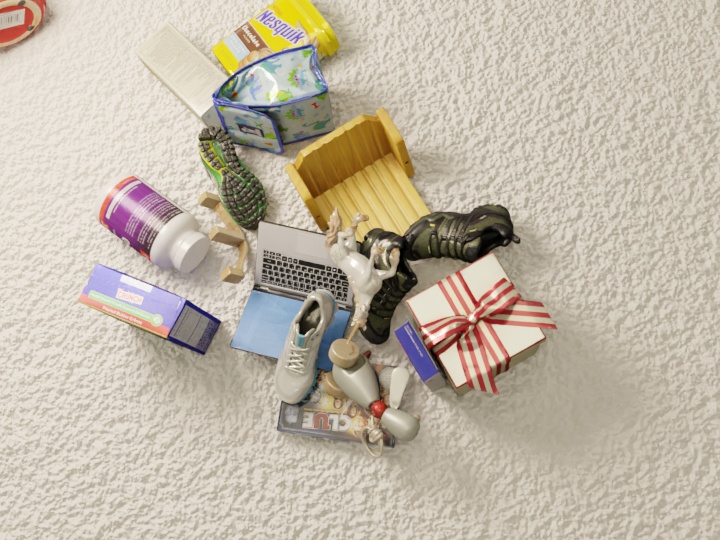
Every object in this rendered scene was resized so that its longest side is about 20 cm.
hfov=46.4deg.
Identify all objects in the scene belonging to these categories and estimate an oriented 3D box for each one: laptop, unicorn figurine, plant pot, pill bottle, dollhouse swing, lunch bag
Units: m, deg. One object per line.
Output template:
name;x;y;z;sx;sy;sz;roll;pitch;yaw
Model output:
laptop;-0.111;0.041;1.439;0.187;0.116;0.200;12;116;10
unicorn figurine;0.000;0.000;1.372;0.074;0.137;0.200;3;43;-34
plant pot;-0.732;-0.546;1.638;0.200;0.200;0.183;-32;82;-1
pill bottle;-0.372;-0.082;1.510;0.200;0.112;0.112;35;83;15
dollhouse swing;0.010;-0.130;1.453;0.200;0.182;0.176;-30;62;-1
lunch bag;-0.155;-0.295;1.501;0.200;0.170;0.128;-15;73;-3

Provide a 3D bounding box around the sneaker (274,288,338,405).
sneaker;-0.099;0.124;1.382;0.075;0.087;0.200;16;89;8

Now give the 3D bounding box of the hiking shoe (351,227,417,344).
hiking shoe;0.044;0.031;1.411;0.101;0.076;0.200;10;102;45

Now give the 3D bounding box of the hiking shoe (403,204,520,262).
hiking shoe;0.165;-0.054;1.425;0.200;0.076;0.101;-17;32;3

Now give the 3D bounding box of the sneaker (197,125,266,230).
sneaker;-0.233;-0.166;1.538;0.078;0.085;0.200;-25;88;-14

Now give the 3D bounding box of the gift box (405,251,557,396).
gift box;0.197;0.098;1.351;0.184;0.187;0.200;-34;73;-2

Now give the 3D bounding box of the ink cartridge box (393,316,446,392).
ink cartridge box;0.097;0.138;1.347;0.037;0.200;0.095;-30;73;-1

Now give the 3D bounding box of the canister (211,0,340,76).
canister;-0.161;-0.421;1.584;0.200;0.087;0.149;-37;74;-1

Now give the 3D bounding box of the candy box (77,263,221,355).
candy box;-0.350;0.069;1.423;0.169;0.200;0.077;22;79;12

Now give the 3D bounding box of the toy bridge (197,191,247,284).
toy bridge;-0.239;-0.060;1.509;0.027;0.067;0.200;-43;52;29

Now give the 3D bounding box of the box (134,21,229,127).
box;-0.322;-0.367;1.594;0.095;0.078;0.200;-43;75;-4

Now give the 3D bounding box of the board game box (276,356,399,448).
board game box;-0.033;0.220;1.429;0.200;0.035;0.136;6;77;9

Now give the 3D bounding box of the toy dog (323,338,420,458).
toy dog;0.027;0.191;1.364;0.096;0.132;0.200;-26;75;-40
